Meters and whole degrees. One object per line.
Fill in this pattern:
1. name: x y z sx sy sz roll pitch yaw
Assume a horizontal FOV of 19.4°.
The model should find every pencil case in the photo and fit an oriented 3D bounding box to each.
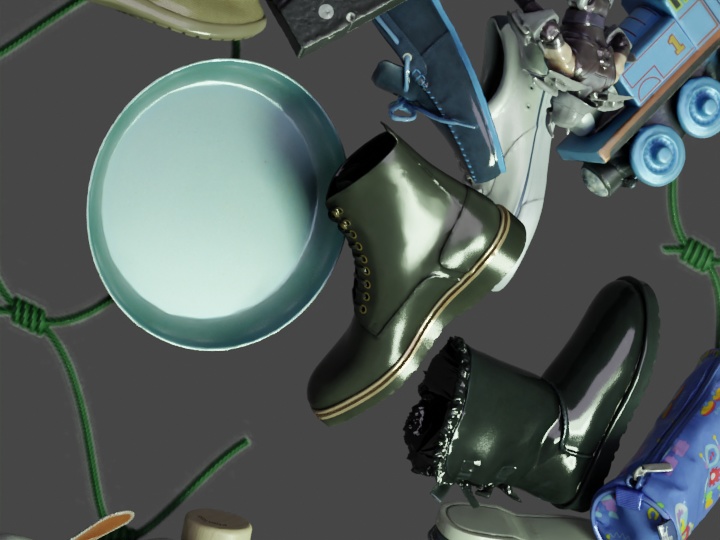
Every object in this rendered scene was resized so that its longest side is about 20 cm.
1. pencil case: 0.251 0.140 1.614 0.200 0.078 0.087 -45 140 -37

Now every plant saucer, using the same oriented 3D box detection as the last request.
1. plant saucer: -0.100 -0.046 1.452 0.199 0.027 0.202 -6 102 -28

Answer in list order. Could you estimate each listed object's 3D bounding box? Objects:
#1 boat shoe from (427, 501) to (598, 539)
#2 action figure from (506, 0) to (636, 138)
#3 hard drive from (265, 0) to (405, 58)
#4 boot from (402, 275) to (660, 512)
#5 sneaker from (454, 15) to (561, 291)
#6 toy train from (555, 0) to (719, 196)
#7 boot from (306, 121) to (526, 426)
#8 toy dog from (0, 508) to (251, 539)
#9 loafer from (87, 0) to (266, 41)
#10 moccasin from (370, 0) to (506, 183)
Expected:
1. boat shoe: 0.142 0.228 1.602 0.198 0.075 0.062 11 114 -21
2. action figure: 0.159 -0.191 1.476 0.130 0.069 0.202 6 98 -62
3. hard drive: 0.011 -0.251 1.424 0.199 0.038 0.140 -30 88 -9
4. boot: 0.126 0.085 1.574 0.161 0.073 0.200 16 96 -30
5. sneaker: 0.097 -0.088 1.534 0.070 0.073 0.202 14 85 -17
6. toy train: 0.224 -0.149 1.579 0.200 0.087 0.114 -44 107 -12
7. boot: 0.000 0.000 1.472 0.138 0.078 0.200 38 99 -27
8. toy dog: -0.154 0.219 1.432 0.199 0.096 0.133 -15 106 -25
9. loafer: -0.146 -0.200 1.370 0.199 0.076 0.068 12 100 -30
10. moccasin: 0.036 -0.147 1.474 0.068 0.080 0.201 -26 84 -2
